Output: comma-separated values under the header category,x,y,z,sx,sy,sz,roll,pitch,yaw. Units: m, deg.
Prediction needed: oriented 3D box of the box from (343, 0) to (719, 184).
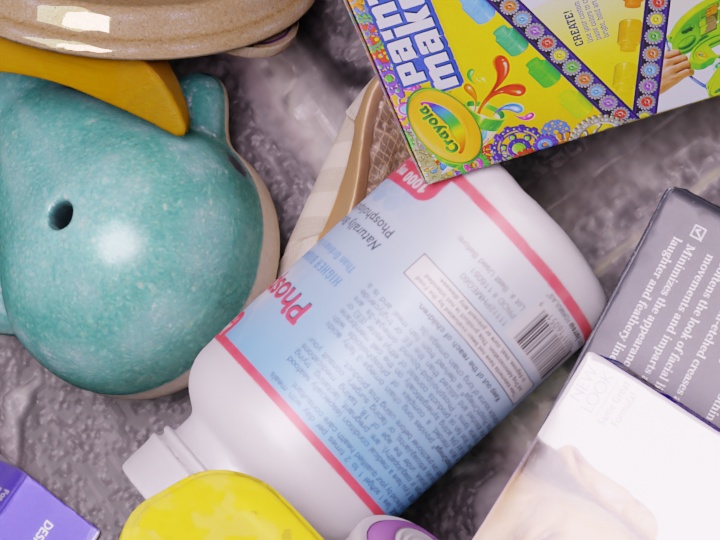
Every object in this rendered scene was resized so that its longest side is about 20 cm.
category,x,y,z,sx,sy,sz,roll,pitch,yaw
box,0.092,-0.165,1.024,0.192,0.122,0.200,-16,37,12

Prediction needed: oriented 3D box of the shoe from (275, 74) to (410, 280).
category,x,y,z,sx,sy,sz,roll,pitch,yaw
shoe,0.000,0.000,1.118,0.070,0.053,0.201,20,92,-14

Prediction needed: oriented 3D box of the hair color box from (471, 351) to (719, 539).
category,x,y,z,sx,sy,sz,roll,pitch,yaw
hair color box,0.145,0.130,0.940,0.200,0.065,0.110,33,93,18

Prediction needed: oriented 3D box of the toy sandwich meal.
category,x,y,z,sx,sy,sz,roll,pitch,yaw
toy sandwich meal,-0.118,-0.125,1.120,0.204,0.205,0.071,18,123,16

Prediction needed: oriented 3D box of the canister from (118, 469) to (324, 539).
category,x,y,z,sx,sy,sz,roll,pitch,yaw
canister,-0.056,0.189,0.973,0.149,0.086,0.200,47,140,20

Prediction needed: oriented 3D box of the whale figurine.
category,x,y,z,sx,sy,sz,roll,pitch,yaw
whale figurine,-0.127,-0.036,1.119,0.159,0.104,0.200,-44,61,10

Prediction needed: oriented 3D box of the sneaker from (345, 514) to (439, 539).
category,x,y,z,sx,sy,sz,roll,pitch,yaw
sneaker,0.040,0.197,1.011,0.100,0.075,0.200,-38,88,26

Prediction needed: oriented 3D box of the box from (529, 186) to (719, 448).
category,x,y,z,sx,sy,sz,roll,pitch,yaw
box,0.186,0.080,1.023,0.199,0.107,0.149,29,90,17

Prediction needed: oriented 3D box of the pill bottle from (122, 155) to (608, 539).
category,x,y,z,sx,sy,sz,roll,pitch,yaw
pill bottle,0.000,0.045,1.040,0.200,0.109,0.109,-42,74,-5

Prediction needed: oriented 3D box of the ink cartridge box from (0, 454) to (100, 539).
category,x,y,z,sx,sy,sz,roll,pitch,yaw
ink cartridge box,-0.256,0.143,1.165,0.200,0.043,0.199,35,92,15
